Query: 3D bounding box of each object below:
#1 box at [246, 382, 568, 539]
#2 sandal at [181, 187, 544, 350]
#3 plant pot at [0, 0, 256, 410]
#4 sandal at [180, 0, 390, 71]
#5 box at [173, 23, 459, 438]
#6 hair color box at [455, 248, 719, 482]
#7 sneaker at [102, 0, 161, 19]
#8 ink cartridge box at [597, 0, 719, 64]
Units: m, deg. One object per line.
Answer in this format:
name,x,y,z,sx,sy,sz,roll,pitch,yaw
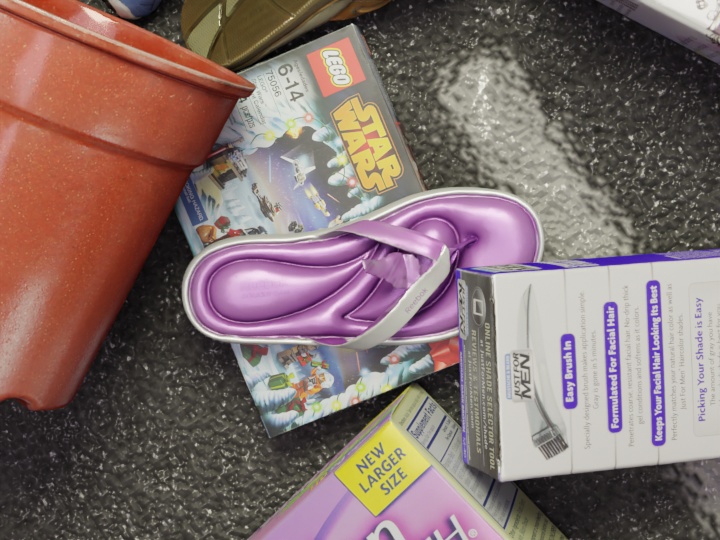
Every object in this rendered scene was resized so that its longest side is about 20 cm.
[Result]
box,0.031,0.199,1.025,0.176,0.097,0.200,-44,89,13
sandal,0.002,0.007,0.999,0.203,0.050,0.083,-12,94,5
plant pot,-0.184,-0.045,0.952,0.201,0.201,0.195,24,97,4
sandal,-0.010,-0.169,1.023,0.200,0.054,0.080,-27,68,23
box,-0.026,-0.022,1.045,0.137,0.040,0.200,-23,92,7
hair color box,0.155,0.046,0.986,0.200,0.065,0.109,-4,95,-17
sneaker,-0.078,-0.206,0.993,0.077,0.076,0.200,37,125,-3
ink cartridge box,0.200,-0.186,0.950,0.200,0.147,0.146,29,97,2
